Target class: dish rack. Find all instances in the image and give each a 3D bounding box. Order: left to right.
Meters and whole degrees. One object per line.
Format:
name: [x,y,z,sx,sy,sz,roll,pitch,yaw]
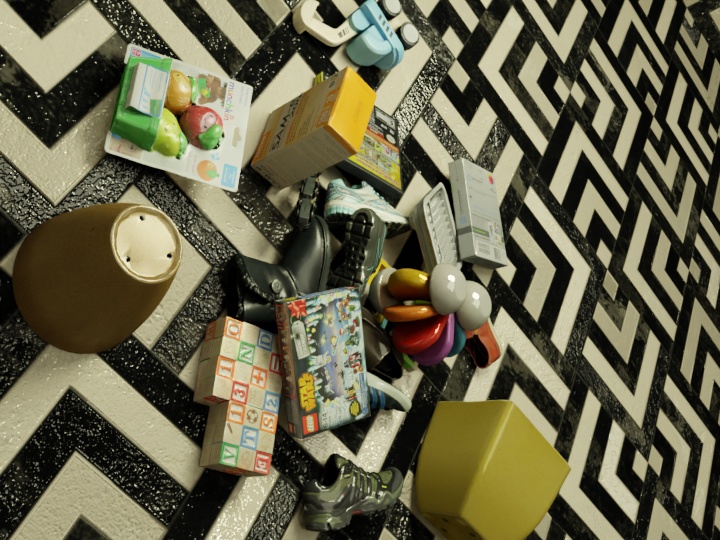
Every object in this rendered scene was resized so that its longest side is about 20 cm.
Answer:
dish rack: [0.141,-0.063,1.452,0.200,0.043,0.175,-46,121,-65]

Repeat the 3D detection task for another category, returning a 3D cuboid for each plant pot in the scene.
plant pot: [-0.307,-0.005,0.962,0.184,0.198,0.191,14,68,-39]
plant pot: [0.208,0.366,1.332,0.194,0.194,0.202,46,57,-21]

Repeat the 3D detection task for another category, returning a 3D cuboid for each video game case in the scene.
video game case: [-0.003,-0.247,1.416,0.198,0.025,0.184,25,48,-35]

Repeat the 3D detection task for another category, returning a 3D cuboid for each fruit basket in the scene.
fruit basket: [-0.259,-0.228,1.133,0.196,0.094,0.189,14,66,-18]

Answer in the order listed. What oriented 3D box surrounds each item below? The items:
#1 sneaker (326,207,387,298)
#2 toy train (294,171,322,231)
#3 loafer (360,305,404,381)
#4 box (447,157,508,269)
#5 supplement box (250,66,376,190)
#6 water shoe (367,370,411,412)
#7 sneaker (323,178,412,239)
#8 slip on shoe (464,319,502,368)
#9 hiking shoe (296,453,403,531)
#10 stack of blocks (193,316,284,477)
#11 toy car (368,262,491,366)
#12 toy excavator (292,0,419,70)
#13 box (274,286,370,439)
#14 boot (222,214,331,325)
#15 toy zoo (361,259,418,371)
sneaker: [0.000,0.000,1.309,0.079,0.074,0.204,25,84,-57]
toy train: [-0.085,-0.128,1.274,0.033,0.046,0.202,11,38,-5]
loafer: [0.017,0.121,1.275,0.199,0.073,0.072,35,13,-42]
box: [0.243,-0.114,1.591,0.155,0.040,0.205,11,70,-55]
supplement box: [-0.077,-0.225,1.243,0.073,0.198,0.128,37,53,-31]
water shoe: [-0.001,0.205,1.283,0.198,0.071,0.080,33,84,-32]
sneaker: [0.020,-0.115,1.386,0.197,0.077,0.088,12,65,-40]
slip on shoe: [0.210,0.104,1.497,0.061,0.073,0.202,-45,112,-38]
hiking shoe: [-0.010,0.332,1.213,0.197,0.075,0.103,-12,88,-43]
stack of blocks: [-0.178,0.184,1.117,0.114,0.058,0.205,23,62,-35]
toy car: [0.114,0.081,1.300,0.199,0.172,0.153,30,62,-46]
toy excavator: [-0.010,-0.450,1.461,0.200,0.099,0.196,-46,107,-32]
box: [-0.054,0.135,1.165,0.135,0.039,0.205,-11,98,-38]
boot: [-0.130,-0.007,1.209,0.166,0.075,0.205,15,72,-43]
toy zoo: [0.051,0.069,1.392,0.200,0.020,0.133,45,51,-24]
